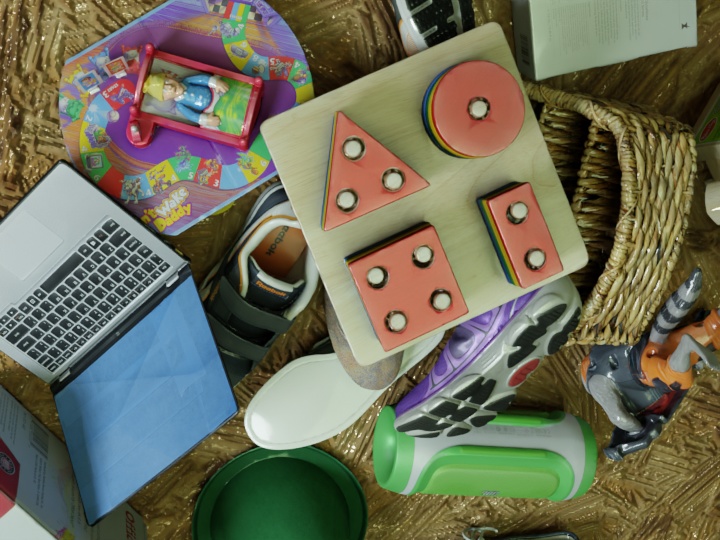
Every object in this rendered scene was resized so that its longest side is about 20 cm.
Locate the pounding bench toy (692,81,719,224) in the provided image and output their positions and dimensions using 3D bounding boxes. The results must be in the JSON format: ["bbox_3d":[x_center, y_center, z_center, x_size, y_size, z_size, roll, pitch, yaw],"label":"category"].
[{"bbox_3d":[0.360,-0.061,0.966,0.201,0.123,0.157,-51,121,-34],"label":"pounding bench toy"}]

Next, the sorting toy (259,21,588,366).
[{"bbox_3d":[0.053,-0.056,0.851,0.197,0.070,0.202,-24,97,-3],"label":"sorting toy"}]

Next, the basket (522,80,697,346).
[{"bbox_3d":[0.176,-0.044,0.963,0.146,0.143,0.203,8,108,-18],"label":"basket"}]

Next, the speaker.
[{"bbox_3d":[0.115,0.167,1.057,0.196,0.089,0.090,6,109,-17],"label":"speaker"}]

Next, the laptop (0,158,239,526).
[{"bbox_3d":[-0.217,0.060,0.879,0.187,0.117,0.199,-38,116,26],"label":"laptop"}]

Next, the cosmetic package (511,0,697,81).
[{"bbox_3d":[0.194,-0.271,0.933,0.148,0.052,0.203,-12,112,-8],"label":"cosmetic package"}]

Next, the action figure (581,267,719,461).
[{"bbox_3d":[0.272,0.063,1.029,0.105,0.193,0.200,47,51,-5],"label":"action figure"}]

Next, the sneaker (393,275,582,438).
[{"bbox_3d":[0.101,0.065,0.962,0.080,0.084,0.200,22,119,-45],"label":"sneaker"}]

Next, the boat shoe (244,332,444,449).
[{"bbox_3d":[-0.012,0.089,1.004,0.199,0.062,0.073,-35,91,-3],"label":"boat shoe"}]

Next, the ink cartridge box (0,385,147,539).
[{"bbox_3d":[-0.267,0.207,0.936,0.082,0.146,0.201,-38,115,3],"label":"ink cartridge box"}]

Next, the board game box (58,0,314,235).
[{"bbox_3d":[-0.131,-0.127,0.869,0.198,0.039,0.160,-31,90,-4],"label":"board game box"}]

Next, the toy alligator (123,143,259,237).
[{"bbox_3d":[-0.116,-0.075,0.925,0.198,0.060,0.054,-26,157,-6],"label":"toy alligator"}]

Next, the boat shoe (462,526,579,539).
[{"bbox_3d":[0.125,0.287,1.111,0.196,0.075,0.063,2,111,-17],"label":"boat shoe"}]

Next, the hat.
[{"bbox_3d":[-0.047,0.276,1.003,0.166,0.176,0.200,-43,115,4],"label":"hat"}]

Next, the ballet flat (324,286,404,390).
[{"bbox_3d":[0.000,0.000,0.939,0.067,0.067,0.204,-9,91,-3],"label":"ballet flat"}]

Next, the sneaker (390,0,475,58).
[{"bbox_3d":[0.058,-0.171,0.924,0.073,0.080,0.203,-26,99,-33],"label":"sneaker"}]

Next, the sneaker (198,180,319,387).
[{"bbox_3d":[-0.092,0.025,0.953,0.077,0.080,0.202,21,105,-22],"label":"sneaker"}]
